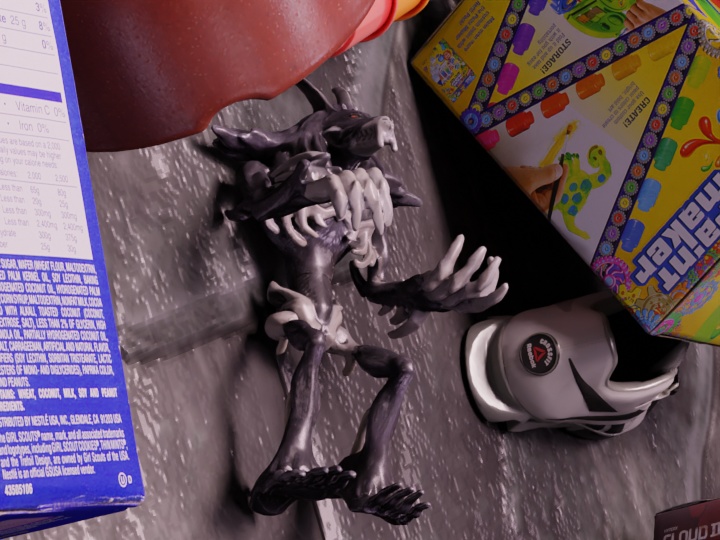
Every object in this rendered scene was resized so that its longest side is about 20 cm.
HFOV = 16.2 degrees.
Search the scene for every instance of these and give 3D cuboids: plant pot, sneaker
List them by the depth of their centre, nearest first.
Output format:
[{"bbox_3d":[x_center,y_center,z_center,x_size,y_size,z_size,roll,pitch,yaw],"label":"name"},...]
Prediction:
[{"bbox_3d":[-0.092,-0.161,0.880,0.201,0.200,0.196,-68,143,-47],"label":"plant pot"},{"bbox_3d":[0.135,0.044,1.271,0.200,0.088,0.075,-7,81,-62],"label":"sneaker"}]

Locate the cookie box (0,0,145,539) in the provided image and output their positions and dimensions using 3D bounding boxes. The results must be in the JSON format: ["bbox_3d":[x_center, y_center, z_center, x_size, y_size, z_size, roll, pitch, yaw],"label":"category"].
[{"bbox_3d":[-0.163,-0.017,0.692,0.075,0.170,0.201,6,71,-63],"label":"cookie box"}]

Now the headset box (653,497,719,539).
[{"bbox_3d":[0.220,0.211,1.289,0.148,0.075,0.201,22,63,-32],"label":"headset box"}]

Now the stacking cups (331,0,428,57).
[{"bbox_3d":[0.024,-0.145,1.192,0.061,0.060,0.200,66,31,-15],"label":"stacking cups"}]

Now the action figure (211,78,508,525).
[{"bbox_3d":[0.000,0.000,1.041,0.119,0.102,0.201,20,61,-43],"label":"action figure"}]

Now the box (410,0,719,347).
[{"bbox_3d":[0.165,-0.067,1.254,0.193,0.122,0.200,51,20,25],"label":"box"}]
